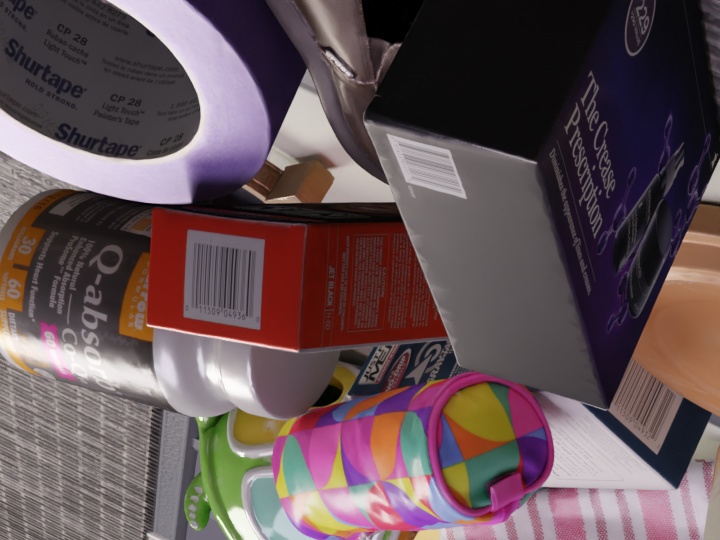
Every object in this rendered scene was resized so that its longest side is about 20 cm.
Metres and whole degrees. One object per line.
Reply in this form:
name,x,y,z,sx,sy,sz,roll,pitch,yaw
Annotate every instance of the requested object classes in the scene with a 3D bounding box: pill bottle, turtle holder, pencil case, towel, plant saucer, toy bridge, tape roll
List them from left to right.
tape roll,-0.118,-0.124,1.067,0.199,0.085,0.201,17,149,11
toy bridge,-0.105,-0.096,1.225,0.200,0.027,0.067,40,155,-25
pill bottle,-0.116,0.022,1.377,0.199,0.117,0.117,12,154,33
turtle holder,-0.029,0.110,1.484,0.131,0.140,0.187,-28,83,47
pencil case,0.025,0.107,1.292,0.088,0.089,0.200,34,157,-17
towel,0.145,0.191,1.353,0.198,0.148,0.030,-10,180,18
plant saucer,0.203,0.036,1.161,0.199,0.032,0.201,23,158,10

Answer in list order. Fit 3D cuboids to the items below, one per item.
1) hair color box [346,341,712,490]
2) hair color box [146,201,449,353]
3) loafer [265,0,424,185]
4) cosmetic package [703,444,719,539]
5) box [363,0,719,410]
hair color box,0.094,0.073,1.326,0.100,0.061,0.199,42,154,-27
hair color box,0.000,0.000,1.138,0.101,0.062,0.199,8,-174,38
loafer,0.017,-0.098,1.018,0.071,0.073,0.200,9,152,39
cosmetic package,0.242,0.082,1.070,0.103,0.088,0.200,20,145,-7
box,0.082,-0.055,0.952,0.078,0.142,0.200,15,155,22
